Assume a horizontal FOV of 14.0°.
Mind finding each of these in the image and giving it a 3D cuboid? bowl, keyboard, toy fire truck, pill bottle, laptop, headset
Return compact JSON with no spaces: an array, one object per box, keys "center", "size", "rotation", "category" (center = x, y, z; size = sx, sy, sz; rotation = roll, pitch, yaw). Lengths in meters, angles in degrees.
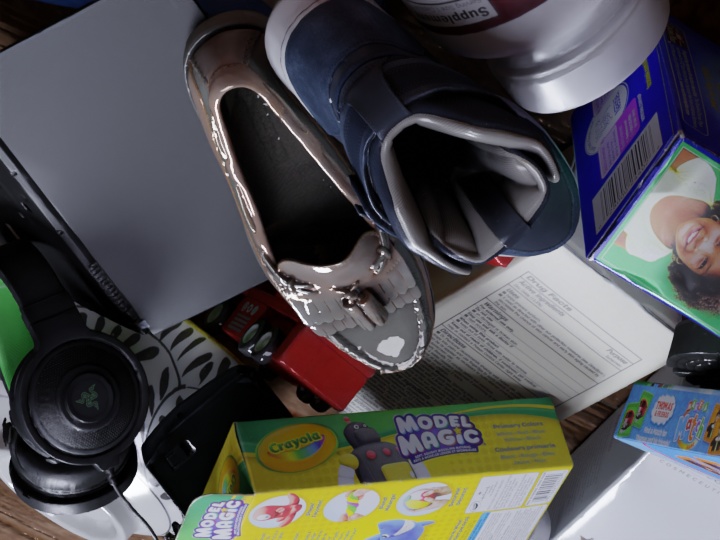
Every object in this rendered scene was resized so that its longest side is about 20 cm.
[{"center":[-0.140,0.087,1.598],"size":[0.200,0.094,0.201],"rotation":[28,158,12],"category":"bowl"},{"center":[-0.058,0.135,1.560],"size":[0.040,0.104,0.200],"rotation":[43,169,52],"category":"keyboard"},{"center":[0.000,0.000,1.492],"size":[0.049,0.141,0.200],"rotation":[40,175,-19],"category":"toy fire truck"},{"center":[0.050,-0.168,1.283],"size":[0.113,0.113,0.200],"rotation":[-16,129,34],"category":"pill bottle"},{"center":[-0.131,-0.066,1.437],"size":[0.200,0.103,0.177],"rotation":[22,152,54],"category":"laptop"},{"center":[-0.153,0.082,1.453],"size":[0.200,0.094,0.124],"rotation":[60,160,20],"category":"headset"}]

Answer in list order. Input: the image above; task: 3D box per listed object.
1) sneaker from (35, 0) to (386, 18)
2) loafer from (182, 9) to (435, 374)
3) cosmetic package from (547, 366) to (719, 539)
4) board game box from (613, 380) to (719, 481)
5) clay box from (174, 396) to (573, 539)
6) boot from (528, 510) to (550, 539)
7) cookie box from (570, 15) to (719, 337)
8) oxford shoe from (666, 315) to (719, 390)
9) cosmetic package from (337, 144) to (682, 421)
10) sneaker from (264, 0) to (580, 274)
[{"center":[-0.085,-0.114,1.420],"size":[0.199,0.077,0.112],"rotation":[4,128,8],"category":"sneaker"},{"center":[-0.025,-0.024,1.359],"size":[0.072,0.063,0.200],"rotation":[-25,117,10],"category":"loafer"},{"center":[0.163,0.133,1.596],"size":[0.101,0.074,0.200],"rotation":[28,140,-10],"category":"cosmetic package"},{"center":[0.222,0.098,1.405],"size":[0.151,0.037,0.200],"rotation":[22,176,-12],"category":"board game box"},{"center":[-0.005,0.118,1.488],"size":[0.199,0.048,0.115],"rotation":[-2,146,-21],"category":"clay box"},{"center":[0.041,0.152,1.656],"size":[0.200,0.073,0.090],"rotation":[8,148,43],"category":"boot"},{"center":[0.199,-0.016,1.336],"size":[0.200,0.171,0.075],"rotation":[31,112,-12],"category":"cookie box"},{"center":[0.232,0.038,1.467],"size":[0.072,0.085,0.200],"rotation":[-5,155,38],"category":"oxford shoe"},{"center":[0.076,0.025,1.511],"size":[0.105,0.071,0.200],"rotation":[38,136,-22],"category":"cosmetic package"},{"center":[0.054,-0.035,1.299],"size":[0.077,0.146,0.202],"rotation":[-50,131,6],"category":"sneaker"}]
